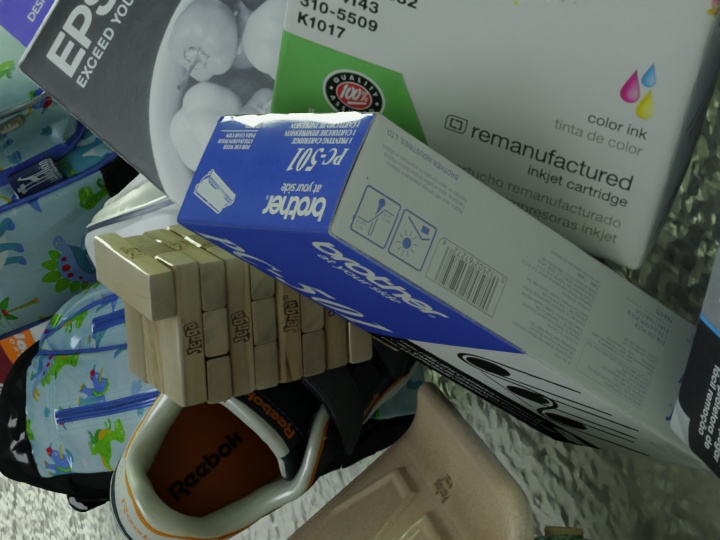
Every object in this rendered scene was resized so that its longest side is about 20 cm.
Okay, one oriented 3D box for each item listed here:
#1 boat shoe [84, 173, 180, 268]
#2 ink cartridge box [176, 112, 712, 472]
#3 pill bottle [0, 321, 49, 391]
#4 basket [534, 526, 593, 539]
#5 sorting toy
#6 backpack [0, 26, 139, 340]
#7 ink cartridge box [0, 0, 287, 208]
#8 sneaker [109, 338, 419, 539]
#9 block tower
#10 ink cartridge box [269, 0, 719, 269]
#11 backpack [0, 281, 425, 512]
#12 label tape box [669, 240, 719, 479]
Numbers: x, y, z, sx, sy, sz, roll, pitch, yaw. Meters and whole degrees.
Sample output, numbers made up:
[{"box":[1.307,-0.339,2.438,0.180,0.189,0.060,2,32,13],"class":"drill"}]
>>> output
[{"box":[-0.047,-0.071,0.822,0.201,0.074,0.087,-25,88,25],"class":"boat shoe"},{"box":[0.041,0.010,0.655,0.094,0.199,0.045,6,69,54],"class":"ink cartridge box"},{"box":[-0.189,0.012,1.095,0.198,0.113,0.114,-6,96,31],"class":"pill bottle"},{"box":[0.040,0.174,0.709,0.176,0.198,0.141,-17,88,59],"class":"basket"},{"box":[-0.020,0.138,0.671,0.036,0.200,0.185,44,-179,-11],"class":"sorting toy"},{"box":[-0.212,-0.055,0.974,0.148,0.198,0.184,64,179,-41],"class":"backpack"},{"box":[-0.056,-0.140,0.778,0.200,0.043,0.199,38,102,26],"class":"ink cartridge box"},{"box":[-0.023,0.040,0.772,0.078,0.200,0.079,40,170,-3],"class":"sneaker"},{"box":[0.000,0.000,0.719,0.054,0.198,0.058,25,122,56],"class":"block tower"},{"box":[0.059,-0.122,0.620,0.143,0.084,0.202,20,126,12],"class":"ink cartridge box"},{"box":[-0.059,0.048,0.898,0.199,0.162,0.156,5,92,52],"class":"backpack"},{"box":[0.185,0.042,0.542,0.200,0.063,0.145,48,140,44],"class":"label tape box"}]
